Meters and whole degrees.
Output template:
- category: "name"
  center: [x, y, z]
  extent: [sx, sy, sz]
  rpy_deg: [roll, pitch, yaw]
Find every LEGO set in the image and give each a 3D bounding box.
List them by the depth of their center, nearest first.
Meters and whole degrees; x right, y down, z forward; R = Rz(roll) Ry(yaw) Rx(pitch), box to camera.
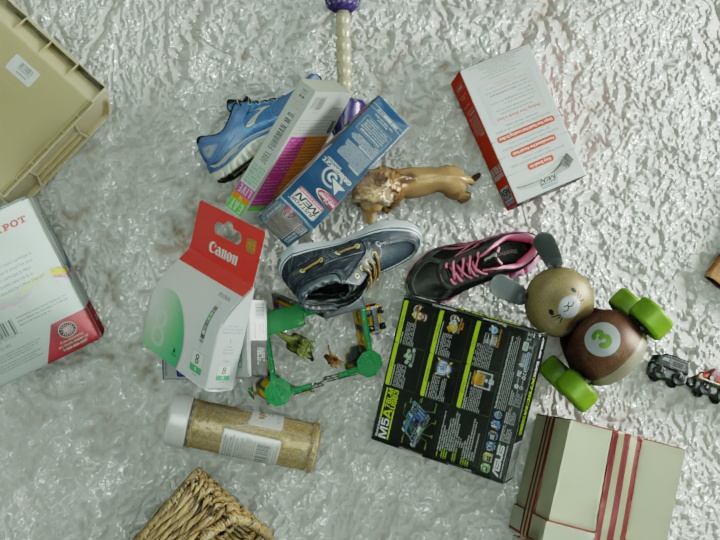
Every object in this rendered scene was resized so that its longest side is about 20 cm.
- category: "LEGO set"
  center: [-0.076, 0.088, 1.344]
  extent: [0.199, 0.116, 0.155]
  rpy_deg: [-23, 106, -20]

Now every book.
- category: "book"
  center: [-0.094, -0.151, 1.300]
  extent: [0.048, 0.134, 0.201]
  rpy_deg: [37, 107, 9]

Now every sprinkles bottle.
- category: "sprinkles bottle"
  center: [-0.154, 0.213, 1.328]
  extent: [0.199, 0.068, 0.069]
  rpy_deg: [13, 83, -5]

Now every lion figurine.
- category: "lion figurine"
  center: [0.080, -0.115, 1.358]
  extent: [0.199, 0.122, 0.073]
  rpy_deg: [-16, 87, -8]

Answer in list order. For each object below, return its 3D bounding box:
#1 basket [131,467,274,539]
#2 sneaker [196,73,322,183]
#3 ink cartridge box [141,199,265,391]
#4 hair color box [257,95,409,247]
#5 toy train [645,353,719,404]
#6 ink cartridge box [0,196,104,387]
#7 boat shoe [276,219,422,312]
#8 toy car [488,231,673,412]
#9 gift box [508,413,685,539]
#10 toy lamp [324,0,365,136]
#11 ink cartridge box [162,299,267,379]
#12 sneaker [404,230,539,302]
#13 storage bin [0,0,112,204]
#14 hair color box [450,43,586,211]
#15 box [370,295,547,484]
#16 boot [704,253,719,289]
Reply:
- category: "basket"
  center: [-0.218, 0.370, 1.267]
  extent: [0.149, 0.143, 0.200]
  rpy_deg: [43, 82, 0]
- category: "sneaker"
  center: [-0.136, -0.209, 1.368]
  extent: [0.200, 0.079, 0.089]
  rpy_deg: [-38, 91, -8]
- category: "ink cartridge box"
  center: [-0.196, 0.027, 1.251]
  extent: [0.050, 0.161, 0.201]
  rpy_deg: [2, 106, -41]
- category: "hair color box"
  center: [-0.035, -0.126, 1.288]
  extent: [0.061, 0.100, 0.200]
  rpy_deg: [45, 65, -8]
- category: "toy train"
  center: [0.496, 0.160, 1.420]
  extent: [0.199, 0.034, 0.046]
  rpy_deg: [20, 70, -3]
- category: "ink cartridge box"
  center: [-0.436, 0.023, 1.291]
  extent: [0.145, 0.083, 0.201]
  rpy_deg: [-26, 100, -8]
- category: "boat shoe"
  center: [0.000, 0.000, 1.292]
  extent: [0.199, 0.071, 0.091]
  rpy_deg: [-15, 41, -17]
- category: "toy car"
  center: [0.272, 0.051, 1.333]
  extent: [0.164, 0.158, 0.200]
  rpy_deg: [-44, 99, 1]
- category: "gift box"
  center: [0.296, 0.295, 1.305]
  extent: [0.183, 0.200, 0.188]
  rpy_deg: [14, 84, 1]
- category: "toy lamp"
  center: [-0.021, -0.281, 1.399]
  extent: [0.058, 0.058, 0.201]
  rpy_deg: [0, 85, -6]
- category: "ink cartridge box"
  center: [-0.190, 0.091, 1.297]
  extent: [0.037, 0.199, 0.095]
  rpy_deg: [4, 82, -44]
- category: "sneaker"
  center: [0.156, -0.010, 1.370]
  extent: [0.199, 0.095, 0.079]
  rpy_deg: [-20, 88, -6]
- category: "storage bin"
  center: [-0.464, -0.221, 1.328]
  extent: [0.200, 0.094, 0.199]
  rpy_deg: [42, 81, 0]
- category: "hair color box"
  center: [0.218, -0.198, 1.412]
  extent: [0.110, 0.064, 0.201]
  rpy_deg: [-22, 86, -9]
- category: "box"
  center: [0.126, 0.151, 1.318]
  extent: [0.192, 0.047, 0.201]
  rpy_deg: [14, 95, 25]
- category: "boot"
  center: [0.613, -0.025, 1.433]
  extent: [0.188, 0.068, 0.201]
  rpy_deg: [30, 83, -3]
